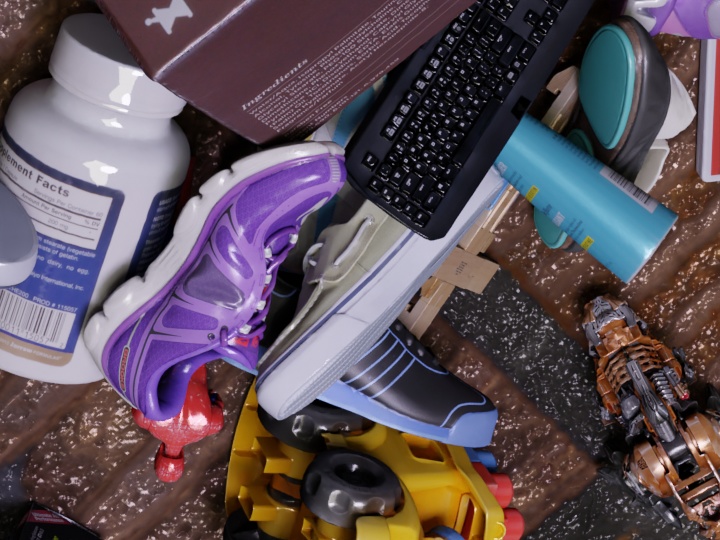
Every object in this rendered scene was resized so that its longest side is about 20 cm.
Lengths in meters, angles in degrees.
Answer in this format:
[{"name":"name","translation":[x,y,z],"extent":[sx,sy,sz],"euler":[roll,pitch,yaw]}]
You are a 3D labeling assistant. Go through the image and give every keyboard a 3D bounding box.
[{"name":"keyboard","translation":[0.055,-0.123,1.420],"extent":[0.104,0.040,0.200],"euler":[33,71,-2]}]

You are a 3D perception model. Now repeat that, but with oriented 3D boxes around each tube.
[{"name":"tube","translation":[0.095,-0.073,1.468],"extent":[0.200,0.077,0.050],"euler":[38,80,5]}]

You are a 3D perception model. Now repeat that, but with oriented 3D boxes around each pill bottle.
[{"name":"pill bottle","translation":[-0.165,-0.044,1.456],"extent":[0.111,0.111,0.200],"euler":[14,113,-18]}]

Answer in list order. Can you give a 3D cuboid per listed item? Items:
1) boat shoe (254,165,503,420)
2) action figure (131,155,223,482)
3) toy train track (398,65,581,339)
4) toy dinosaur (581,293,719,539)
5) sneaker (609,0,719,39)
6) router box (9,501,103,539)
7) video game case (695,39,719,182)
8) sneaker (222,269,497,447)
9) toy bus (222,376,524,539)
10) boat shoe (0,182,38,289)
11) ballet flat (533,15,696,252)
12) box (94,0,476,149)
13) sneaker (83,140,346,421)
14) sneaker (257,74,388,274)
[{"name":"boat shoe","translation":[0.000,0.000,1.438],"extent":[0.062,0.072,0.200],"euler":[40,72,9]},{"name":"action figure","translation":[-0.109,0.029,1.539],"extent":[0.065,0.099,0.201],"euler":[8,92,-12]},{"name":"toy train track","translation":[0.075,-0.045,1.542],"extent":[0.200,0.033,0.115],"euler":[-55,158,6]},{"name":"toy dinosaur","translation":[0.196,0.114,1.595],"extent":[0.102,0.136,0.201],"euler":[-8,77,9]},{"name":"sneaker","translation":[0.218,-0.219,1.461],"extent":[0.088,0.081,0.201],"euler":[17,118,-6]},{"name":"router box","translation":[-0.228,0.253,1.542],"extent":[0.062,0.200,0.150],"euler":[30,107,-8]},{"name":"video game case","translation":[0.312,-0.133,1.566],"extent":[0.199,0.017,0.143],"euler":[-6,118,-9]},{"name":"sneaker","translation":[0.004,0.044,1.498],"extent":[0.200,0.070,0.078],"euler":[21,95,-22]},{"name":"toy bus","translation":[0.025,0.159,1.557],"extent":[0.191,0.200,0.136],"euler":[6,117,-23]},{"name":"boat shoe","translation":[-0.272,-0.029,1.418],"extent":[0.202,0.075,0.086],"euler":[31,124,18]},{"name":"ballet flat","translation":[0.159,-0.088,1.508],"extent":[0.068,0.068,0.200],"euler":[-11,149,-21]},{"name":"box","translation":[-0.056,-0.188,1.326],"extent":[0.164,0.166,0.200],"euler":[-37,163,8]},{"name":"sneaker","translation":[-0.068,0.007,1.406],"extent":[0.200,0.083,0.081],"euler":[-49,155,23]},{"name":"sneaker","translation":[-0.022,-0.086,1.487],"extent":[0.081,0.077,0.201],"euler":[-6,115,-5]}]
